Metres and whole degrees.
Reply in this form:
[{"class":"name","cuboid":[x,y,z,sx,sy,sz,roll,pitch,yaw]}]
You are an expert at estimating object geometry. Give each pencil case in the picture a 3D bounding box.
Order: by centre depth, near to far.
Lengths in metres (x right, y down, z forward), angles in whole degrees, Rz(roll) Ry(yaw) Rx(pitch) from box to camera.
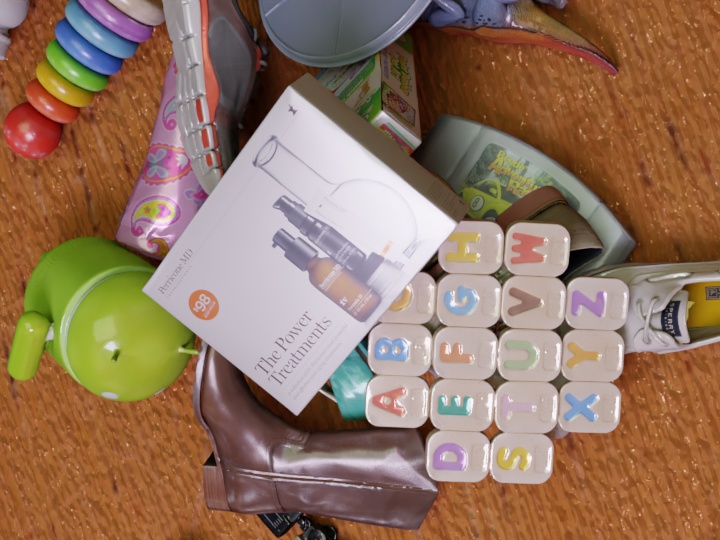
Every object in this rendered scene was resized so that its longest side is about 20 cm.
[{"class":"pencil case","cuboid":[-0.153,-0.106,1.109,0.087,0.087,0.201,20,93,19]}]

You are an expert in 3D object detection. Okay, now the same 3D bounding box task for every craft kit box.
[{"class":"craft kit box","cuboid":[-0.034,-0.092,0.999,0.048,0.198,0.200,37,116,-18]}]

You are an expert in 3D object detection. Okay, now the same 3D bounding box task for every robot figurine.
[{"class":"robot figurine","cuboid":[-0.218,0.040,1.077,0.200,0.175,0.116,28,118,52]}]

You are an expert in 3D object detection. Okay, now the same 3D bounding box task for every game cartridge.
[{"class":"game cartridge","cuboid":[0.121,-0.039,1.036,0.200,0.041,0.133,35,95,17]}]

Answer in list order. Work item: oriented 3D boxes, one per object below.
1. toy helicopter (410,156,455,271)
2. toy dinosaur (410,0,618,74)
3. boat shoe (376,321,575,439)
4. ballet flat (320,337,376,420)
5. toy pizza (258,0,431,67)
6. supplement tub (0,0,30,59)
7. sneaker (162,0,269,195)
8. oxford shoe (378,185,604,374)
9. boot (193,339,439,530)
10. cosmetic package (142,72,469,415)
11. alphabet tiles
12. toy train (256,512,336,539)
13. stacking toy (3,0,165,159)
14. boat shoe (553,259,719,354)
[{"class":"toy helicopter","cuboid":[0.000,0.000,1.013,0.200,0.079,0.132,-39,87,6]},{"class":"toy dinosaur","cuboid":[0.084,-0.214,1.033,0.181,0.105,0.201,-24,90,35]},{"class":"boat shoe","cuboid":[0.091,0.077,1.023,0.199,0.072,0.069,21,135,25]},{"class":"ballet flat","cuboid":[-0.042,0.043,1.069,0.070,0.067,0.201,-34,79,7]},{"class":"toy pizza","cuboid":[-0.001,-0.255,1.003,0.199,0.032,0.201,-12,69,34]},{"class":"supplement tub","cuboid":[-0.371,-0.310,1.160,0.144,0.145,0.201,13,91,19]},{"class":"sneaker","cuboid":[-0.108,-0.158,1.031,0.077,0.082,0.201,21,119,61]},{"class":"oxford shoe","cuboid":[0.100,0.021,0.958,0.200,0.071,0.074,-43,61,-3]},{"class":"boot","cuboid":[-0.032,0.128,1.021,0.199,0.064,0.187,3,118,11]},{"class":"cosmetic package","cuboid":[-0.042,-0.016,0.895,0.151,0.052,0.200,39,115,0]},{"class":"alphabet tiles","cuboid":[0.103,0.062,0.934,0.194,0.015,0.201,3,98,-1]},{"class":"toy train","cuboid":[-0.031,0.254,1.074,0.200,0.034,0.046,47,105,16]},{"class":"stacking toy","cuboid":[-0.268,-0.189,1.157,0.085,0.085,0.200,44,105,16]},{"class":"boat shoe","cuboid":[0.236,0.031,0.957,0.199,0.070,0.071,-6,99,9]}]
